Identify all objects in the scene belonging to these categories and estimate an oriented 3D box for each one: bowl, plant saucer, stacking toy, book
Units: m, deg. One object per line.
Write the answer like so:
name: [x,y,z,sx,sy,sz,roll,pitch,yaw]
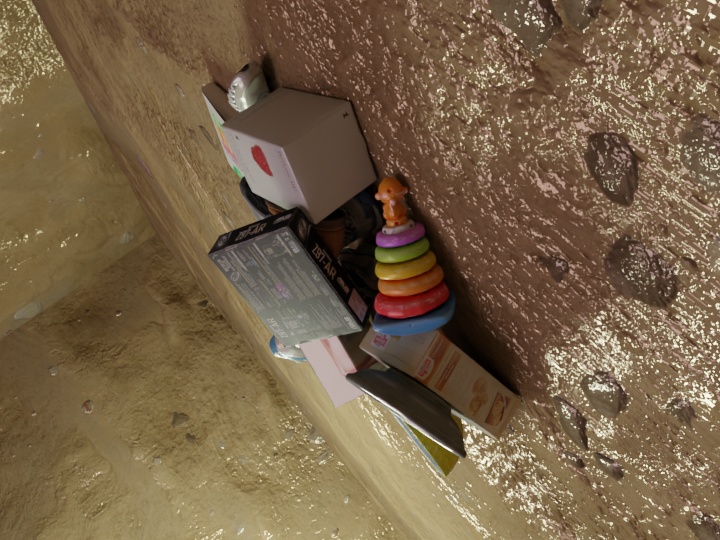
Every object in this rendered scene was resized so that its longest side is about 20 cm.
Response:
bowl: [0.124,0.251,1.098,0.201,0.107,0.200,51,172,10]
plant saucer: [0.071,0.185,0.863,0.198,0.051,0.200,32,170,6]
stacking toy: [0.056,-0.026,0.833,0.110,0.113,0.205,-60,-42,-69]
book: [-0.247,-0.258,1.228,0.134,0.048,0.202,48,162,29]

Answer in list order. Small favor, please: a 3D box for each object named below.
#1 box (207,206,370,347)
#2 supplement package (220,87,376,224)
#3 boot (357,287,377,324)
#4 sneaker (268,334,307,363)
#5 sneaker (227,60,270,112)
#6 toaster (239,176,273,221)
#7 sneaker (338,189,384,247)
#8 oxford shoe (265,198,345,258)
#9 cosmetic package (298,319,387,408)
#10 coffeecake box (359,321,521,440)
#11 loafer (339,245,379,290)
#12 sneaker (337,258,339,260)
box: [-0.100,0.018,0.889,0.158,0.044,0.201,-15,125,33]
supplement package: [-0.091,-0.170,0.881,0.199,0.119,0.123,28,149,50]
boot: [0.001,0.049,1.110,0.155,0.073,0.201,44,165,14]
sneaker: [-0.075,0.127,1.112,0.080,0.198,0.078,-32,58,33]
sneaker: [-0.159,-0.255,0.989,0.081,0.075,0.201,38,164,10]
toaster: [-0.131,-0.108,1.097,0.199,0.113,0.130,40,159,37]
sneaker: [-0.026,-0.068,0.958,0.078,0.085,0.200,51,160,3]
oxford shoe: [-0.089,-0.070,0.929,0.199,0.070,0.073,34,132,51]
cosmetic package: [-0.041,0.106,1.021,0.086,0.103,0.203,-29,93,33]
coffeecake box: [0.117,0.152,0.918,0.199,0.074,0.153,39,170,-28]
loafer: [0.000,0.000,0.997,0.070,0.064,0.200,18,172,-13]
sneaker: [-0.119,-0.057,1.218,0.199,0.070,0.091,30,154,53]
